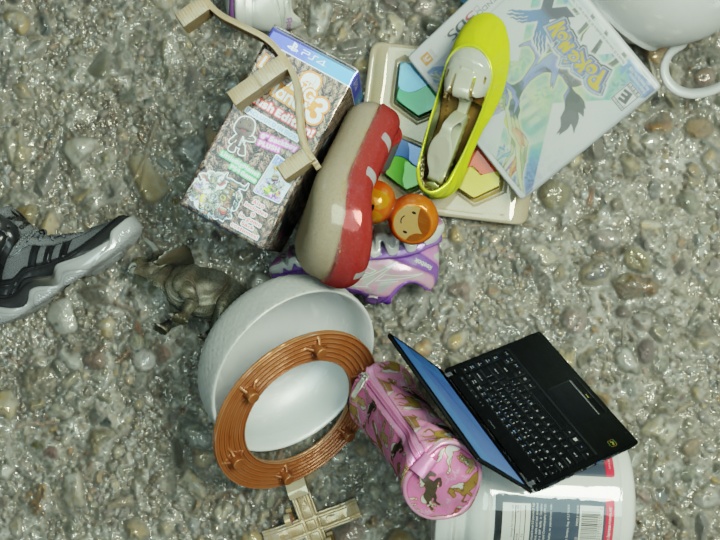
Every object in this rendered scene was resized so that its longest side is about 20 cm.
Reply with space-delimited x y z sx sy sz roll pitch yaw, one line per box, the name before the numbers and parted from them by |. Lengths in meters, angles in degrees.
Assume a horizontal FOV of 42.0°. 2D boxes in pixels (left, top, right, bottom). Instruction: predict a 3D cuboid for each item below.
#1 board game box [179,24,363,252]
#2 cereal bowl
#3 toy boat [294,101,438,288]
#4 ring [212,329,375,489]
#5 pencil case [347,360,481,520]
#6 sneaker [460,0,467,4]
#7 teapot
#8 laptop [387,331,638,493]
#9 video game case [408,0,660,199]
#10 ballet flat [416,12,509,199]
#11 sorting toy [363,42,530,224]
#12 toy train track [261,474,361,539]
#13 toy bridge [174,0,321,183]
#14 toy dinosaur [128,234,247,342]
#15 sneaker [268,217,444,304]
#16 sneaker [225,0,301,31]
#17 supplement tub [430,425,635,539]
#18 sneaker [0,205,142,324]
board game box | -0.087 -0.130 0.985 0.096 0.159 0.201 28 92 1
cereal bowl | -0.088 0.088 0.993 0.200 0.200 0.083 -52 48 1
toy boat | 0.017 -0.066 0.945 0.130 0.131 0.201 23 51 -1
ring | -0.062 0.152 0.986 0.201 0.200 0.019 -51 48 1
pencil case | 0.049 0.163 0.924 0.086 0.200 0.083 5 107 -20
sneaker | 0.149 -0.388 1.021 0.076 0.081 0.201 12 110 0
teapot | 0.301 -0.300 0.979 0.197 0.201 0.146 16 134 -31
laptop | 0.152 0.119 0.936 0.199 0.104 0.177 -19 46 -18
video game case | 0.177 -0.208 0.981 0.182 0.022 0.200 -40 86 22
ballet flat | 0.103 -0.166 0.969 0.067 0.067 0.201 23 107 16
sorting toy | 0.099 -0.153 1.040 0.199 0.036 0.186 7 91 2
toy train track | -0.041 0.328 1.050 0.114 0.033 0.201 -20 91 2
toy bridge | -0.094 -0.179 0.891 0.067 0.027 0.201 -34 85 2
toy dinosaur | -0.163 0.035 1.029 0.199 0.077 0.103 26 58 -12
sneaker | 0.000 0.000 1.030 0.199 0.081 0.089 -11 109 5
sneaker | -0.096 -0.362 1.037 0.099 0.075 0.201 4 95 -12
supplement tub | 0.176 0.237 0.989 0.199 0.140 0.141 3 91 2
sneaker | -0.347 -0.032 1.034 0.199 0.075 0.114 -31 92 6
